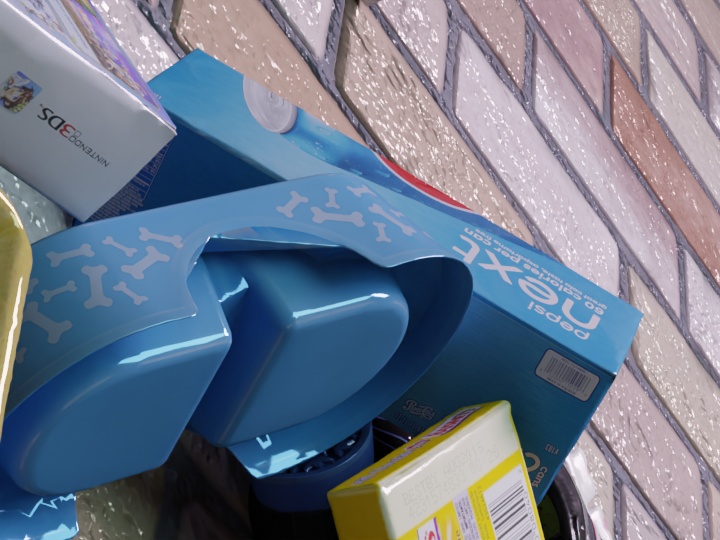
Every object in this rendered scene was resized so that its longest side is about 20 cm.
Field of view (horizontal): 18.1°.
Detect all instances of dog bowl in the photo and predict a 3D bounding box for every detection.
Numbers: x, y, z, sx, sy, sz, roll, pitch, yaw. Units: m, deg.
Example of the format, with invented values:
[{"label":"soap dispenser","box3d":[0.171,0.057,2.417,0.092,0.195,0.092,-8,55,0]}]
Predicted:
[{"label":"dog bowl","box3d":[-0.054,0.024,0.723,0.199,0.112,0.050,-14,57,-40]}]

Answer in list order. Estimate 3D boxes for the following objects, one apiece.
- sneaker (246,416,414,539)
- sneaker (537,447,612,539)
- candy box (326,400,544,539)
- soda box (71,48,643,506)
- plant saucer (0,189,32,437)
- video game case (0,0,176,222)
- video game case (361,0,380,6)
[{"label":"sneaker","box3d":[-0.008,0.068,0.887,0.200,0.070,0.078,-68,151,-66]},{"label":"sneaker","box3d":[0.086,0.147,0.992,0.087,0.074,0.201,0,63,-65]},{"label":"candy box","box3d":[0.045,0.154,0.761,0.102,0.026,0.201,-24,101,-57]},{"label":"soda box","box3d":[0.000,0.000,0.833,0.199,0.064,0.068,31,25,4]},{"label":"plant saucer","box3d":[-0.164,0.009,0.502,0.200,0.048,0.201,48,31,-37]},{"label":"video game case","box3d":[-0.159,-0.124,0.668,0.181,0.045,0.200,37,13,-47]},{"label":"video game case","box3d":[-0.027,-0.264,1.178,0.181,0.036,0.201,49,29,-34]}]
